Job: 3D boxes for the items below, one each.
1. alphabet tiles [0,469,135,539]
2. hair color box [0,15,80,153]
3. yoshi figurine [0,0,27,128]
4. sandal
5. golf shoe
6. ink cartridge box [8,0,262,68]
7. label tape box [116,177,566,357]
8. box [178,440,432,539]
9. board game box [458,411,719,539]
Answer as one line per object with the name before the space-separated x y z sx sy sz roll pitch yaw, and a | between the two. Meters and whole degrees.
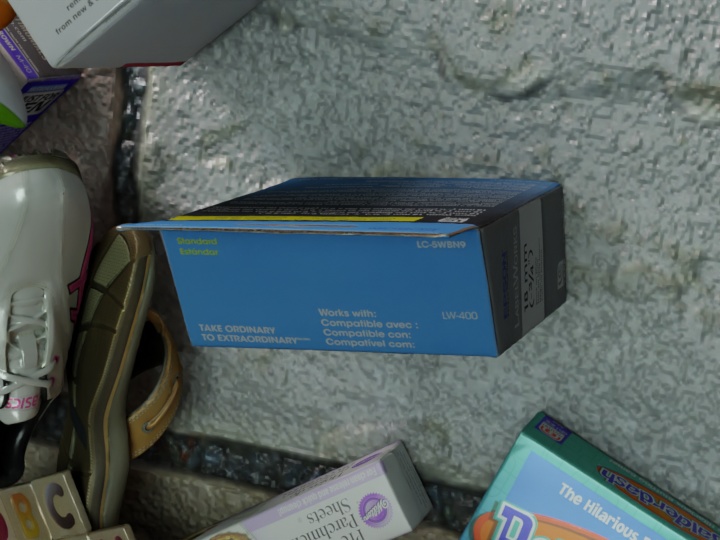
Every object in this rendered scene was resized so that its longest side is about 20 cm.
alphabet tiles | -0.145 0.206 0.903 0.166 0.006 0.202 -18 94 47
hair color box | -0.256 -0.080 0.907 0.200 0.065 0.110 -40 85 19
yoshi figurine | -0.243 -0.076 0.819 0.112 0.112 0.201 40 112 24
sandal | -0.120 0.065 0.881 0.053 0.080 0.202 -2 119 -22
golf shoe | -0.166 0.025 0.846 0.093 0.072 0.201 63 147 31
ink cartridge box | -0.136 -0.198 0.800 0.085 0.147 0.201 -37 84 19
label tape box | 0.000 0.000 0.754 0.143 0.200 0.064 1 99 19
box | -0.059 0.146 0.885 0.199 0.039 0.042 -25 90 21
board game box | 0.098 0.195 0.833 0.151 0.045 0.201 31 107 13
